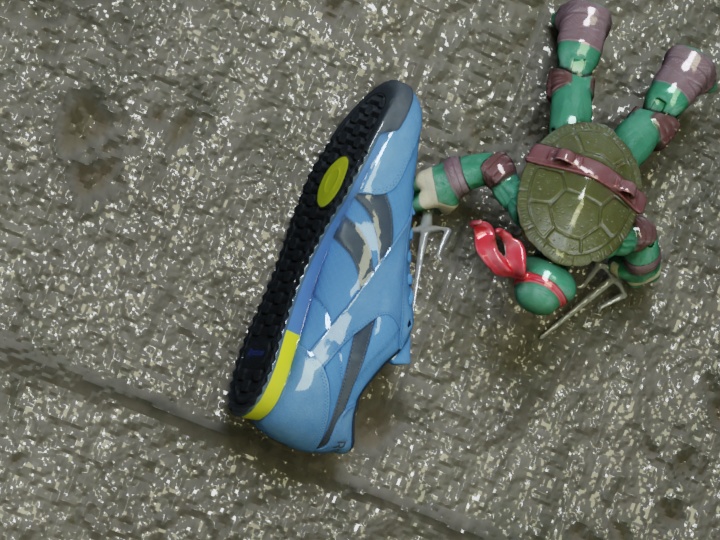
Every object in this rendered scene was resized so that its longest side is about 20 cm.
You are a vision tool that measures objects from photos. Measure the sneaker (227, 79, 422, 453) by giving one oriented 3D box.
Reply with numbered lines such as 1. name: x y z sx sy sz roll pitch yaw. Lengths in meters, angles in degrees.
1. sneaker: 0.000 0.000 1.005 0.078 0.066 0.201 23 85 -21

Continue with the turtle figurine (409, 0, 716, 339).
1. turtle figurine: 0.115 -0.041 1.022 0.149 0.101 0.200 30 74 -16
